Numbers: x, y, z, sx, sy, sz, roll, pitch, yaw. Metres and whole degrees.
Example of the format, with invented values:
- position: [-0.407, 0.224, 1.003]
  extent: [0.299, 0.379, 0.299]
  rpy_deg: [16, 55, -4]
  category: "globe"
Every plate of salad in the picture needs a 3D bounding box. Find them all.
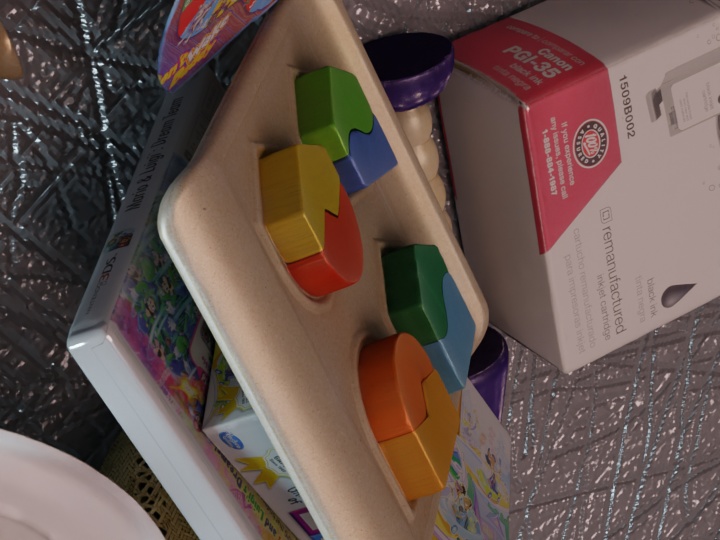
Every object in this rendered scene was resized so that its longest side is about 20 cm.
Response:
- position: [-0.172, 0.114, 0.838]
  extent: [0.198, 0.048, 0.201]
  rpy_deg: [1, 136, 1]
  category: "plate of salad"

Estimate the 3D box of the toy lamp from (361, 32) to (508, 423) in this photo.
- position: [0.032, -0.007, 0.951]
  extent: [0.058, 0.058, 0.201]
  rpy_deg: [-24, 119, -22]
  category: "toy lamp"

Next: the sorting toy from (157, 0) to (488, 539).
- position: [0.000, 0.000, 0.811]
  extent: [0.036, 0.200, 0.186]
  rpy_deg: [-17, 114, 23]
  category: "sorting toy"

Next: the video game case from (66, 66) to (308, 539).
- position: [-0.041, 0.044, 0.853]
  extent: [0.024, 0.183, 0.201]
  rpy_deg: [-17, 122, 22]
  category: "video game case"

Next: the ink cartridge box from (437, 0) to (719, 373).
- position: [0.144, -0.065, 0.978]
  extent: [0.199, 0.083, 0.147]
  rpy_deg: [-25, 122, -21]
  category: "ink cartridge box"

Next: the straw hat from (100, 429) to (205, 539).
- position: [-0.067, 0.093, 0.898]
  extent: [0.085, 0.202, 0.201]
  rpy_deg: [-19, 130, 23]
  category: "straw hat"

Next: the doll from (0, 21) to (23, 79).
- position: [-0.230, -0.066, 0.758]
  extent: [0.199, 0.048, 0.137]
  rpy_deg: [-28, 132, -12]
  category: "doll"

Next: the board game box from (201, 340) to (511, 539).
- position: [0.006, 0.068, 0.867]
  extent: [0.034, 0.135, 0.200]
  rpy_deg: [-18, 133, 22]
  category: "board game box"

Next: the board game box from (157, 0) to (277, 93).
- position: [0.000, -0.135, 0.765]
  extent: [0.200, 0.039, 0.158]
  rpy_deg: [-48, 173, -45]
  category: "board game box"
